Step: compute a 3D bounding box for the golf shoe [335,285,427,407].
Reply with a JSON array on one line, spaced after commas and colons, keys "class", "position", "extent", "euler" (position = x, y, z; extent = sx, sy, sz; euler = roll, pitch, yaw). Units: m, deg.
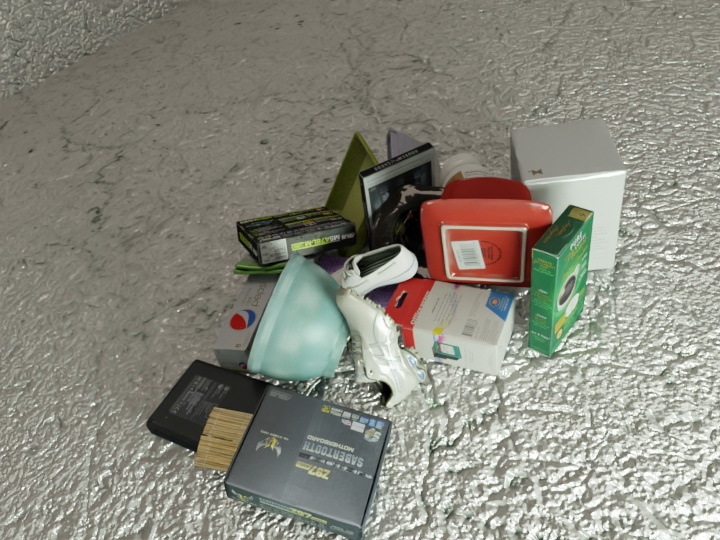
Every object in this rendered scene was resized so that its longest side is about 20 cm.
[{"class": "golf shoe", "position": [0.016, 0.117, 0.893], "extent": [0.097, 0.201, 0.078], "euler": [-45, 17, -20]}]

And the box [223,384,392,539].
[{"class": "box", "position": [-0.067, 0.258, 0.828], "extent": [0.194, 0.052, 0.160], "euler": [14, 48, 11]}]

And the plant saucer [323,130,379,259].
[{"class": "plant saucer", "position": [-0.003, -0.148, 1.223], "extent": [0.047, 0.203, 0.202], "euler": [11, 31, -26]}]

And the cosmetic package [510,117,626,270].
[{"class": "cosmetic package", "position": [0.352, -0.125, 1.054], "extent": [0.161, 0.204, 0.170], "euler": [-5, 41, 10]}]

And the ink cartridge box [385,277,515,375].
[{"class": "ink cartridge box", "position": [0.142, 0.085, 0.981], "extent": [0.195, 0.068, 0.117], "euler": [10, 45, 26]}]

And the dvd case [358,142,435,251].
[{"class": "dvd case", "position": [0.075, -0.127, 1.136], "extent": [0.147, 0.203, 0.025], "euler": [-25, 48, -13]}]

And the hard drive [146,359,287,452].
[{"class": "hard drive", "position": [-0.224, 0.224, 0.957], "extent": [0.195, 0.033, 0.141], "euler": [11, 47, 27]}]

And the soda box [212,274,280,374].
[{"class": "soda box", "position": [-0.191, 0.086, 1.080], "extent": [0.066, 0.065, 0.203], "euler": [0, 42, 17]}]

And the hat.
[{"class": "hat", "position": [0.120, -0.055, 1.094], "extent": [0.194, 0.081, 0.207], "euler": [-3, 78, 13]}]

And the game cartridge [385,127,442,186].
[{"class": "game cartridge", "position": [0.116, -0.233, 1.320], "extent": [0.127, 0.039, 0.202], "euler": [26, 34, -17]}]

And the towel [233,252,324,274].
[{"class": "towel", "position": [-0.145, -0.035, 1.169], "extent": [0.145, 0.032, 0.200], "euler": [-2, 17, 13]}]

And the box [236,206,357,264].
[{"class": "box", "position": [-0.129, -0.074, 1.176], "extent": [0.195, 0.049, 0.192], "euler": [-13, 18, -21]}]

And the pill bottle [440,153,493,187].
[{"class": "pill bottle", "position": [0.217, -0.140, 1.176], "extent": [0.111, 0.116, 0.203], "euler": [-12, 40, 2]}]

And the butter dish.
[{"class": "butter dish", "position": [0.202, -0.081, 0.963], "extent": [0.193, 0.202, 0.151], "euler": [2, 53, 15]}]

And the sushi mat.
[{"class": "sushi mat", "position": [-0.136, 0.256, 0.871], "extent": [0.194, 0.012, 0.097], "euler": [9, 48, 5]}]

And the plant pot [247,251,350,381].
[{"class": "plant pot", "position": [-0.082, 0.092, 0.965], "extent": [0.131, 0.203, 0.203], "euler": [23, 46, 0]}]

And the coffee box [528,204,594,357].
[{"class": "coffee box", "position": [0.300, 0.018, 0.907], "extent": [0.043, 0.204, 0.123], "euler": [23, 52, 35]}]

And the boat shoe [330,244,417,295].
[{"class": "boat shoe", "position": [0.000, 0.000, 1.041], "extent": [0.196, 0.067, 0.075], "euler": [-24, 49, 17]}]

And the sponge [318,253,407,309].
[{"class": "sponge", "position": [-0.006, 0.029, 1.116], "extent": [0.195, 0.030, 0.112], "euler": [11, 46, 26]}]
